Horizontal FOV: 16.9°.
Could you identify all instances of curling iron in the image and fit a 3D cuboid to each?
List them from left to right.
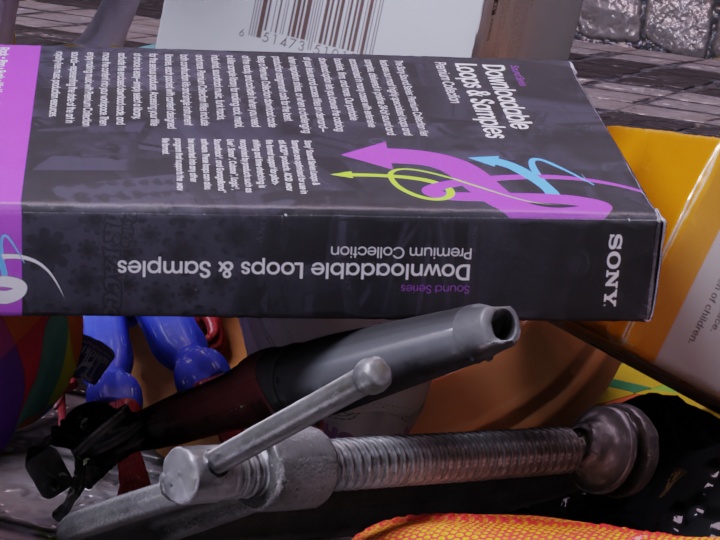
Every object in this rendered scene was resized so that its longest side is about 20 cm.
[{"bbox_3d":[-0.027,0.038,0.662,0.200,0.026,0.050,-17,17,46],"label":"curling iron"}]

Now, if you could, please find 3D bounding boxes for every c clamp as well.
[{"bbox_3d":[0.009,0.059,0.670,0.170,0.027,0.199,-23,-17,39],"label":"c clamp"}]

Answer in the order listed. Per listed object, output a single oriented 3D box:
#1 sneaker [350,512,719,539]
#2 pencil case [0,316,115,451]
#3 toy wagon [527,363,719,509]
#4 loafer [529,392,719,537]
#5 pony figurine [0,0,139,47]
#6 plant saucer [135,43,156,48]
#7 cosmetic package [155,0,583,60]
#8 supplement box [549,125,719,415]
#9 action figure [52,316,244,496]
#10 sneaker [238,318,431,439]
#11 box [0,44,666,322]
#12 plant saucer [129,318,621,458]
[{"bbox_3d":[0.083,0.091,0.634,0.199,0.073,0.077,9,14,16],"label":"sneaker"},{"bbox_3d":[-0.141,0.045,0.655,0.088,0.089,0.200,9,22,15],"label":"pencil case"},{"bbox_3d":[0.059,0.048,0.944,0.199,0.040,0.155,13,13,33],"label":"toy wagon"},{"bbox_3d":[0.109,0.084,0.745,0.070,0.068,0.200,45,-10,-13],"label":"loafer"},{"bbox_3d":[-0.123,-0.139,0.820,0.166,0.201,0.193,30,14,23],"label":"pony figurine"},{"bbox_3d":[-0.112,-0.078,1.067,0.199,0.028,0.200,-13,8,2],"label":"plant saucer"},{"bbox_3d":[0.012,-0.099,0.868,0.112,0.082,0.200,15,11,14],"label":"cosmetic package"},{"bbox_3d":[0.165,0.030,0.793,0.199,0.074,0.126,27,0,-11],"label":"supplement box"},{"bbox_3d":[-0.079,0.016,0.820,0.065,0.052,0.200,-17,44,-7],"label":"action figure"},{"bbox_3d":[-0.024,0.001,0.805,0.074,0.100,0.200,5,17,-16],"label":"sneaker"},{"bbox_3d":[-0.026,-0.027,0.685,0.199,0.036,0.143,0,22,-5],"label":"box"},{"bbox_3d":[0.000,0.000,0.883,0.199,0.038,0.201,-4,45,4],"label":"plant saucer"}]
